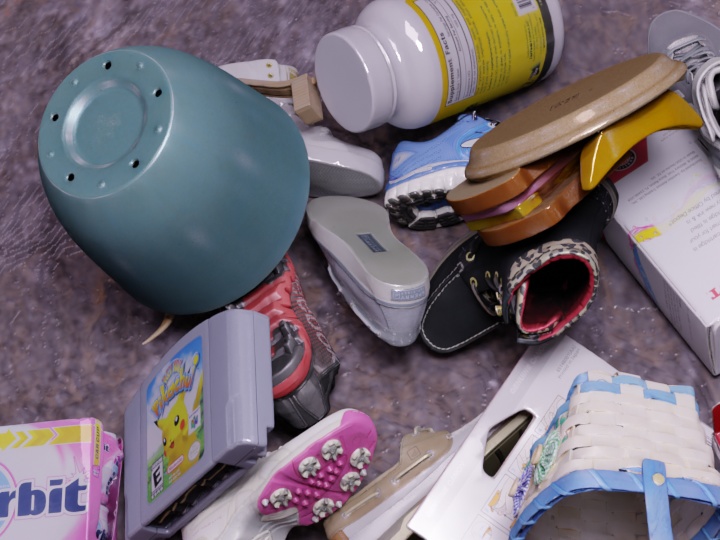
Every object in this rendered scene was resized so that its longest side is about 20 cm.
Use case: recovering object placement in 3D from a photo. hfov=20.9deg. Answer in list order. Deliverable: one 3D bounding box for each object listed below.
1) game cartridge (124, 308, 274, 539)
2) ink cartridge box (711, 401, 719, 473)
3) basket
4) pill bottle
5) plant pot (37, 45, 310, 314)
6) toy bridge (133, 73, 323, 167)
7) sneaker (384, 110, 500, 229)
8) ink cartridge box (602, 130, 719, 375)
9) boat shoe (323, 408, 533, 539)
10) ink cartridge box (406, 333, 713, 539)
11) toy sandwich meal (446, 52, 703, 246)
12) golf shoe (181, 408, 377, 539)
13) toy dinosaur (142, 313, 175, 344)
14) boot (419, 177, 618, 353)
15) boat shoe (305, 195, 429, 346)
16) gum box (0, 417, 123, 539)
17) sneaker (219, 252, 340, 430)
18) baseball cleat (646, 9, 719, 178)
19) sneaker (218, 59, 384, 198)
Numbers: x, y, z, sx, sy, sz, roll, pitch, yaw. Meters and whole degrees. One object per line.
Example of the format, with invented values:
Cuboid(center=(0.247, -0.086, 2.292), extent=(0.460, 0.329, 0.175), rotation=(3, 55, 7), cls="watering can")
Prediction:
Cuboid(center=(-0.130, 0.118, 1.515), extent=(0.040, 0.200, 0.134), rotation=(19, 50, -27), cls="game cartridge")
Cuboid(center=(0.354, 0.130, 1.377), extent=(0.198, 0.176, 0.084), rotation=(-23, 57, 0), cls="ink cartridge box")
Cuboid(center=(0.174, 0.187, 1.338), extent=(0.137, 0.177, 0.202), rotation=(5, 54, -14), cls="basket")
Cuboid(center=(0.065, -0.186, 1.641), extent=(0.199, 0.113, 0.113), rotation=(-22, 53, -29), cls="pill bottle")
Cuboid(center=(-0.164, -0.085, 1.558), extent=(0.199, 0.161, 0.203), rotation=(-10, 67, 24), cls="plant pot")
Cuboid(center=(-0.121, -0.128, 1.669), extent=(0.198, 0.027, 0.068), rotation=(-21, 56, 18), cls="toy bridge")
Cuboid(center=(0.115, -0.099, 1.634), extent=(0.198, 0.079, 0.090), rotation=(-8, 60, 10), cls="sneaker")
Cuboid(center=(0.281, -0.040, 1.552), extent=(0.147, 0.086, 0.201), rotation=(-30, 58, -6), cls="ink cartridge box")
Cuboid(center=(0.057, 0.153, 1.499), extent=(0.200, 0.075, 0.068), rotation=(-41, 64, -11), cls="boat shoe")
Cuboid(center=(0.157, 0.168, 1.456), extent=(0.175, 0.045, 0.201), rotation=(33, 71, 11), cls="ink cartridge box")
Cuboid(center=(0.163, -0.092, 1.455), extent=(0.204, 0.205, 0.071), rotation=(-28, 99, -3), cls="toy sandwich meal")
Cuboid(center=(-0.071, 0.166, 1.497), extent=(0.200, 0.075, 0.092), rotation=(-45, 42, 14), cls="golf shoe")
Cuboid(center=(-0.152, -0.017, 1.677), extent=(0.100, 0.058, 0.201), rotation=(-28, 48, 15), cls="toy dinosaur")
Cuboid(center=(0.111, 0.016, 1.495), extent=(0.203, 0.073, 0.154), rotation=(-40, 13, 23), cls="boot")
Cuboid(center=(0.001, 0.000, 1.599), extent=(0.069, 0.072, 0.201), rotation=(-4, 26, -19), cls="boat shoe")
Cuboid(center=(-0.286, 0.189, 1.556), extent=(0.198, 0.066, 0.115), rotation=(-6, 67, 13), cls="gum box")
Cuboid(center=(-0.064, 0.057, 1.592), extent=(0.070, 0.098, 0.201), rotation=(-31, 33, 9), cls="sneaker")
Cuboid(center=(0.274, -0.150, 1.508), extent=(0.069, 0.107, 0.201), rotation=(-27, 53, 2), cls="baseball cleat")
Cuboid(center=(-0.061, -0.131, 1.701), extent=(0.198, 0.074, 0.117), rotation=(9, 65, 21), cls="sneaker")
